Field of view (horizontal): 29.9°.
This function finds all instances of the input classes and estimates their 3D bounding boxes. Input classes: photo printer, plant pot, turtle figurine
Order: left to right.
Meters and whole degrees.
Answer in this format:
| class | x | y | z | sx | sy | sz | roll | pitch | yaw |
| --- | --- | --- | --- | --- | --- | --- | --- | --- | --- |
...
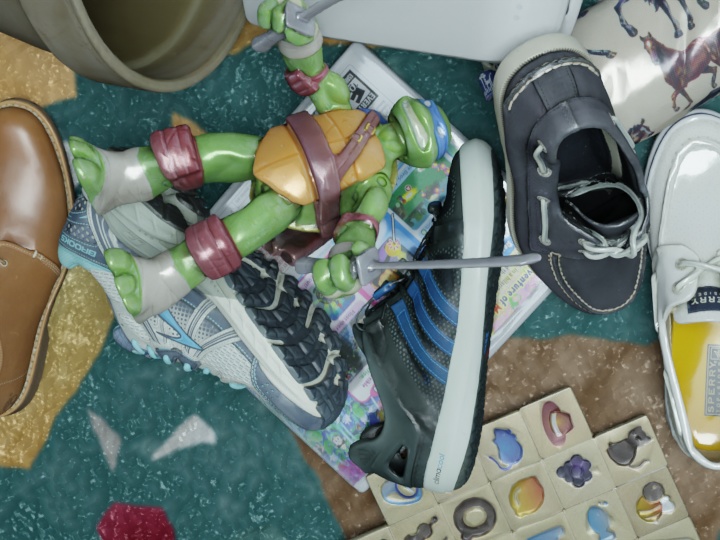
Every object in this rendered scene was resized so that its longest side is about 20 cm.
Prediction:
| class | x | y | z | sx | sy | sz | roll | pitch | yaw |
| --- | --- | --- | --- | --- | --- | --- | --- | --- | --- |
| plant pot | -0.171 | -0.204 | 0.727 | 0.173 | 0.200 | 0.201 | 9 | 99 | 24 |
| turtle figurine | -0.042 | -0.058 | 0.667 | 0.193 | 0.200 | 0.144 | -21 | 107 | -5 |
| photo printer | 0.027 | -0.195 | 0.693 | 0.199 | 0.069 | 0.167 | 15 | 119 | 32 |

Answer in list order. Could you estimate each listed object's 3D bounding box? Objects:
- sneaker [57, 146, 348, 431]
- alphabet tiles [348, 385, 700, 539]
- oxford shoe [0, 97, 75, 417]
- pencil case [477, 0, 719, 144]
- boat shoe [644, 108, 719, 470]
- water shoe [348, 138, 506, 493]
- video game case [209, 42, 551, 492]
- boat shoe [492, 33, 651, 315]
| class | x | y | z | sx | sy | sz | roll | pitch | yaw |
| --- | --- | --- | --- | --- | --- | --- | --- | --- | --- |
| sneaker | -0.092 | 0.024 | 0.774 | 0.200 | 0.078 | 0.086 | 45 | 113 | 8 |
| alphabet tiles | 0.097 | 0.169 | 0.801 | 0.199 | 0.006 | 0.167 | -24 | 97 | 7 |
| oxford shoe | -0.217 | -0.003 | 0.809 | 0.071 | 0.071 | 0.201 | 8 | 97 | 10 |
| pencil case | 0.163 | -0.128 | 0.725 | 0.200 | 0.078 | 0.090 | -32 | 78 | 12 |
| boat shoe | 0.192 | 0.012 | 0.743 | 0.071 | 0.070 | 0.201 | 0 | 98 | 9 |
| water shoe | 0.034 | 0.025 | 0.747 | 0.079 | 0.071 | 0.201 | 8 | 98 | 10 |
| video game case | 0.000 | 0.000 | 0.797 | 0.182 | 0.024 | 0.200 | 42 | 101 | 1 |
| boat shoe | 0.115 | -0.029 | 0.694 | 0.072 | 0.063 | 0.200 | -23 | 138 | 2 |
